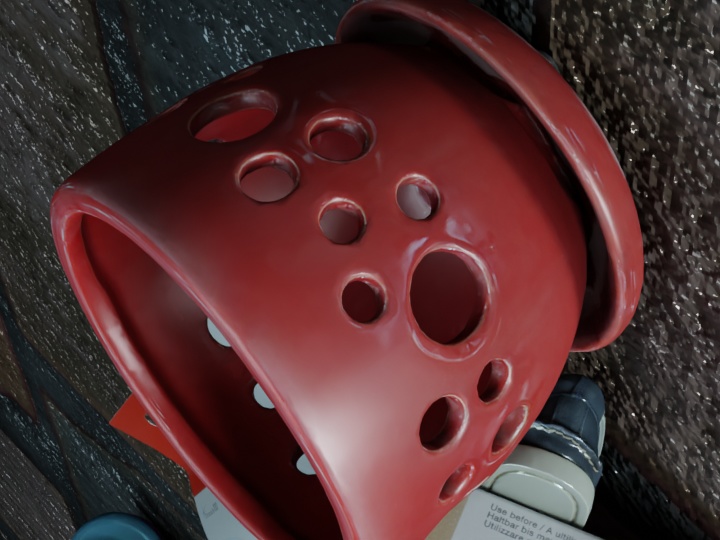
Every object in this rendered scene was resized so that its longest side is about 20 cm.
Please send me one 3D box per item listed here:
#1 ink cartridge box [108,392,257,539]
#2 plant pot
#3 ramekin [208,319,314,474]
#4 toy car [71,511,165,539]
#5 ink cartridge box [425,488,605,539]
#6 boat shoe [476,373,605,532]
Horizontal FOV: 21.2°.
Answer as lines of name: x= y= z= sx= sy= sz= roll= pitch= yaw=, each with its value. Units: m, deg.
ink cartridge box: x=-0.083 y=0.155 z=1.296 sx=0.199 sy=0.047 sz=0.160 roll=34 pitch=155 yaw=-6
plant pot: x=0.000 y=0.000 z=0.784 sx=0.200 sy=0.182 sz=0.201 roll=42 pitch=156 yaw=24
ramekin: x=-0.027 y=0.020 z=0.995 sx=0.202 sy=0.094 sz=0.203 roll=43 pitch=158 yaw=23
toy car: x=-0.223 y=0.305 z=1.811 sx=0.201 sy=0.173 sz=0.151 roll=82 pitch=-179 yaw=-52
ink cartridge box: x=0.103 y=0.191 z=0.921 sx=0.198 sy=0.076 sz=0.165 roll=22 pitch=152 yaw=7
boat shoe: x=0.077 y=0.108 z=0.948 sx=0.074 sy=0.062 sz=0.200 roll=23 pitch=154 yaw=6
